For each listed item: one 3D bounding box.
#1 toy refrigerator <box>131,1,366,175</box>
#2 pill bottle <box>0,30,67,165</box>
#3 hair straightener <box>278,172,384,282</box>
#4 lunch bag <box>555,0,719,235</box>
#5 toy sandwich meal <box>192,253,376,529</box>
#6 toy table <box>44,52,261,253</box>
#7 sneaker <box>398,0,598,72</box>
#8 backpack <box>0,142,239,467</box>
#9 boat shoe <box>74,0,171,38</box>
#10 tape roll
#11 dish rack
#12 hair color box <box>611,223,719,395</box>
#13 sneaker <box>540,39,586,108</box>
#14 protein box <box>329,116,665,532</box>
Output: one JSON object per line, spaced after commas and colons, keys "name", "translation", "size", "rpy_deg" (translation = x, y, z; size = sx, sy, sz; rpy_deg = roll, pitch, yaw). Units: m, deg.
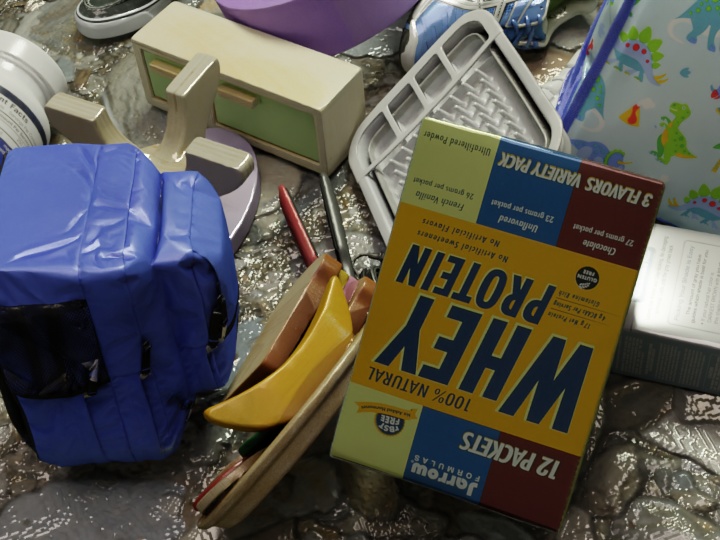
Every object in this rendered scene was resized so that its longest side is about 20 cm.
{"name": "toy refrigerator", "translation": [-0.098, -0.157, 1.014], "size": [0.200, 0.076, 0.070], "rpy_deg": [24, 55, 23]}
{"name": "pill bottle", "translation": [-0.331, -0.101, 0.980], "size": [0.116, 0.116, 0.200], "rpy_deg": [11, 54, 15]}
{"name": "hair straightener", "translation": [0.000, 0.000, 0.906], "size": [0.077, 0.041, 0.200], "rpy_deg": [-19, 53, -7]}
{"name": "lunch bag", "translation": [0.248, -0.136, 0.881], "size": [0.170, 0.127, 0.200], "rpy_deg": [23, 100, -1]}
{"name": "toy sandwich meal", "translation": [-0.056, 0.077, 0.767], "size": [0.070, 0.205, 0.205], "rpy_deg": [40, 63, -1]}
{"name": "toy table", "translation": [-0.160, -0.070, 0.934], "size": [0.184, 0.117, 0.200], "rpy_deg": [9, 54, 14]}
{"name": "sneaker", "translation": [0.123, -0.228, 1.039], "size": [0.200, 0.076, 0.077], "rpy_deg": [-32, 51, -14]}
{"name": "backpack", "translation": [-0.167, 0.037, 0.800], "size": [0.168, 0.200, 0.163], "rpy_deg": [1, 38, 0]}
{"name": "boat shoe", "translation": [-0.198, -0.301, 1.143], "size": [0.199, 0.068, 0.074], "rpy_deg": [-35, 56, -18]}
{"name": "tape roll", "translation": [-0.033, -0.273, 1.061], "size": [0.200, 0.066, 0.200], "rpy_deg": [-19, 38, 15]}
{"name": "dish rack", "translation": [0.078, -0.091, 0.911], "size": [0.172, 0.044, 0.200], "rpy_deg": [-45, 39, 21]}
{"name": "hair color box", "translation": [0.215, 0.023, 0.848], "size": [0.200, 0.061, 0.099], "rpy_deg": [12, 55, 15]}
{"name": "sneaker", "translation": [0.206, -0.140, 0.978], "size": [0.091, 0.078, 0.200], "rpy_deg": [37, 68, 12]}
{"name": "protein box", "translation": [0.090, 0.023, 0.719], "size": [0.135, 0.200, 0.199], "rpy_deg": [17, 97, 11]}
